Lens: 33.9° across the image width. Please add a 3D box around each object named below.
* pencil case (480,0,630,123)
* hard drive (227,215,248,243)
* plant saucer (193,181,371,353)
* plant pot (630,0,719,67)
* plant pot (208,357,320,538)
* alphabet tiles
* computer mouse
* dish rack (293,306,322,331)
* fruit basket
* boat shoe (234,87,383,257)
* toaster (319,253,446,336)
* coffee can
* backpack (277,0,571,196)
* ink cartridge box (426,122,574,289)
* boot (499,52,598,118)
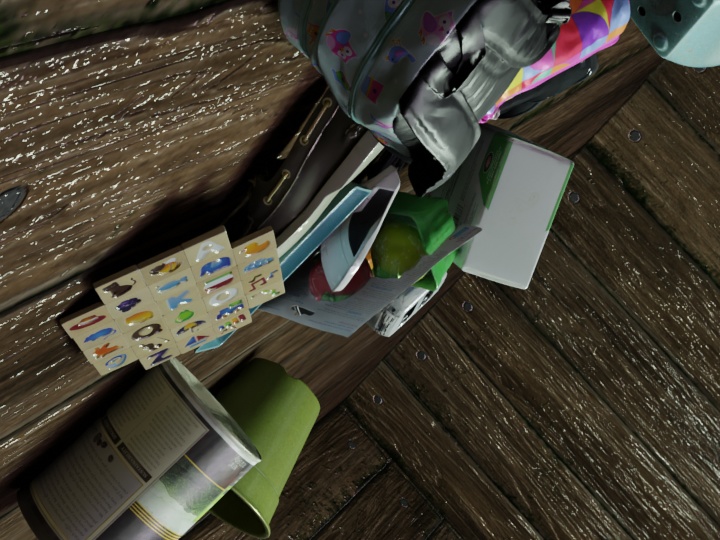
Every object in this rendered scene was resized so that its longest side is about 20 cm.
[{"bbox_3d":[0.152,-0.204,1.066,0.199,0.089,0.089,-34,170,-19],"label":"pencil case"},{"bbox_3d":[-0.094,-0.010,1.083,0.140,0.038,0.200,-44,174,4],"label":"hard drive"},{"bbox_3d":[-0.071,-0.005,1.025,0.200,0.019,0.070,-46,172,9],"label":"plant saucer"},{"bbox_3d":[0.393,-0.344,1.321,0.198,0.198,0.196,-29,167,-26],"label":"plant pot"},{"bbox_3d":[-0.155,0.230,1.633,0.191,0.199,0.200,-54,178,-26],"label":"plant pot"},{"bbox_3d":[-0.137,0.026,0.906,0.164,0.006,0.200,-24,161,-8],"label":"alphabet tiles"},{"bbox_3d":[0.005,-0.068,1.119,0.110,0.044,0.201,-50,-169,52],"label":"computer mouse"},{"bbox_3d":[-0.002,-0.003,1.573,0.200,0.055,0.153,-45,174,-6],"label":"dish rack"},{"bbox_3d":[0.000,0.000,1.202,0.184,0.095,0.200,12,-133,47],"label":"fruit basket"},{"bbox_3d":[-0.050,-0.067,0.918,0.202,0.060,0.072,-45,-179,35],"label":"boat shoe"},{"bbox_3d":[0.026,-0.006,1.398,0.113,0.129,0.200,-42,172,-14],"label":"toaster"},{"bbox_3d":[-0.218,0.203,1.177,0.200,0.147,0.146,-43,173,-5],"label":"coffee can"},{"bbox_3d":[0.035,-0.142,0.705,0.168,0.126,0.200,-56,170,8],"label":"backpack"},{"bbox_3d":[0.141,-0.082,1.303,0.200,0.082,0.149,-128,-125,-70],"label":"ink cartridge box"},{"bbox_3d":[0.133,-0.180,1.231,0.199,0.066,0.164,-31,-177,-41],"label":"boot"}]
